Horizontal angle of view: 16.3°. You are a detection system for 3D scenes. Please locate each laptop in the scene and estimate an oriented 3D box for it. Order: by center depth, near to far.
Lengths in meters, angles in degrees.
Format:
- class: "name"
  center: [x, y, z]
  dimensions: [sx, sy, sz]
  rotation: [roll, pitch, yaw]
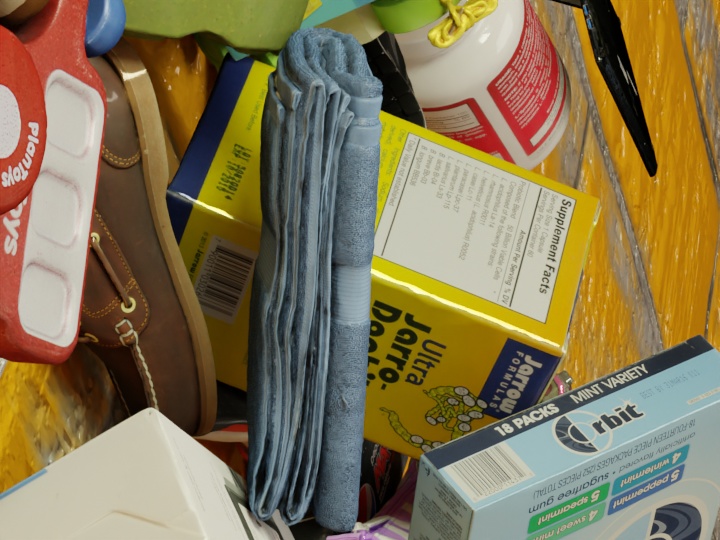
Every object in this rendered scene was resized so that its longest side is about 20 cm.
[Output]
- class: "laptop"
  center: [0.112, -0.170, 1.660]
  dimensions: [0.177, 0.103, 0.201]
  rotation: [50, 26, -62]

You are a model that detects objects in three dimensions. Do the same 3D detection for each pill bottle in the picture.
- class: "pill bottle"
  center: [0.058, -0.139, 1.564]
  dimensions: [0.200, 0.111, 0.113]
  rotation: [49, 44, -63]

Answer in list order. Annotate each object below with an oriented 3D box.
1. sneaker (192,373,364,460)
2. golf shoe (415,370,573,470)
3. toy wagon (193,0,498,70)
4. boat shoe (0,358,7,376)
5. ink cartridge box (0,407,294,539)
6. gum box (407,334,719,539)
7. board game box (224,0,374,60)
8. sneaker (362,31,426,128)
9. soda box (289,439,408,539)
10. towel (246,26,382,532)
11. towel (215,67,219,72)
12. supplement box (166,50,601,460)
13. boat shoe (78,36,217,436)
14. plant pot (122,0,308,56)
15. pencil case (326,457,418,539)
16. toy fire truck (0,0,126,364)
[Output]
- class: "sneaker"
  center: [-0.052, 0.071, 1.291]
  dimensions: [0.200, 0.108, 0.067]
  rotation: [-15, 64, -42]
- class: "golf shoe"
  center: [0.061, 0.065, 1.325]
  dimensions: [0.073, 0.092, 0.200]
  rotation: [65, -3, -37]
- class: "toy wagon"
  center: [0.003, -0.151, 1.260]
  dimensions: [0.155, 0.200, 0.040]
  rotation: [-39, 116, -13]
- class: "boat shoe"
  center: [-0.148, -0.011, 1.003]
  dimensions: [0.071, 0.069, 0.202]
  rotation: [55, 38, -60]
- class: "ink cartridge box"
  center: [-0.089, 0.141, 1.085]
  dimensions: [0.068, 0.115, 0.200]
  rotation: [63, 6, 26]
- class: "gum box"
  center: [0.097, 0.144, 1.223]
  dimensions: [0.169, 0.045, 0.201]
  rotation: [-21, 138, -29]
- class: "board game box"
  center: [0.023, -0.194, 1.209]
  dimensions: [0.047, 0.199, 0.151]
  rotation: [56, 25, -30]
- class: "sneaker"
  center: [-0.008, -0.106, 1.365]
  dimensions: [0.088, 0.075, 0.201]
  rotation: [63, 10, -58]
- class: "soda box"
  center: [-0.017, 0.110, 1.406]
  dimensions: [0.201, 0.063, 0.071]
  rotation: [-71, 153, -46]
- class: "towel"
  center: [-0.023, 0.003, 1.080]
  dimensions: [0.112, 0.048, 0.202]
  rotation: [-108, -160, -72]
- class: "towel"
  center: [-0.008, -0.047, 1.394]
  dimensions: [0.150, 0.031, 0.200]
  rotation: [63, 13, 14]
- class: "supplement box"
  center: [0.000, 0.000, 1.210]
  dimensions: [0.109, 0.199, 0.110]
  rotation: [-70, -177, -45]
- class: "boat shoe"
  center: [-0.117, -0.004, 1.121]
  dimensions: [0.070, 0.070, 0.201]
  rotation: [-27, 118, -27]
- class: "plant pot"
  center: [-0.075, -0.197, 1.095]
  dimensions: [0.200, 0.198, 0.192]
  rotation: [-11, 113, -71]
- class: "pencil case"
  center: [0.032, 0.146, 1.337]
  dimensions: [0.086, 0.083, 0.200]
  rotation: [65, 22, -6]
- class: "toy fire truck"
  center: [-0.145, -0.079, 0.921]
  dimensions: [0.168, 0.111, 0.202]
  rotation: [32, 59, -61]
